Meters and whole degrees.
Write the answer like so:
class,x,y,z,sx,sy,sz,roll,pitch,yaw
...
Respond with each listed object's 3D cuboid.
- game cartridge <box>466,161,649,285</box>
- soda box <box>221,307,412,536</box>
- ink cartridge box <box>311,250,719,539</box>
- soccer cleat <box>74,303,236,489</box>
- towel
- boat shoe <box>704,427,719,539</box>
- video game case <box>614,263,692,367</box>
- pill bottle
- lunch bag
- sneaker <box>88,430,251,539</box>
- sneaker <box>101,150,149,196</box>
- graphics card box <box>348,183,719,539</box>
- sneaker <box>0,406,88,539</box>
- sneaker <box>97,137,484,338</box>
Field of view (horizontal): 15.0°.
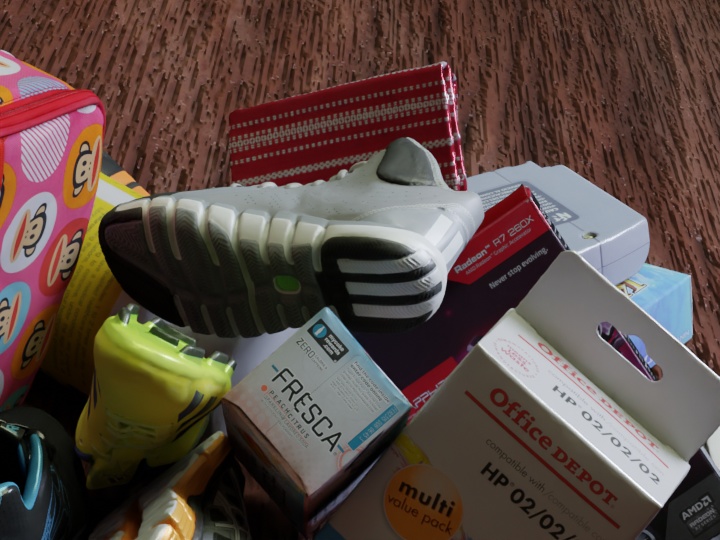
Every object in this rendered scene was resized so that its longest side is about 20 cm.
class,x,y,z,sx,sy,sz,roll,pitch,yaw
game cartridge,0.057,-0.007,1.561,0.199,0.042,0.133,-16,32,-22
soda box,-0.022,0.078,1.332,0.064,0.068,0.200,48,-8,6
ink cartridge box,0.071,0.103,1.279,0.115,0.200,0.068,40,22,5
soccer cleat,-0.103,0.069,1.296,0.064,0.084,0.200,30,-9,2
towel,0.000,0.000,1.465,0.144,0.201,0.022,-11,-9,27
boat shoe,0.176,0.162,1.434,0.060,0.074,0.201,-6,47,1
video game case,0.062,0.037,1.562,0.181,0.046,0.200,17,33,35
pill bottle,-0.130,0.015,1.465,0.199,0.112,0.111,27,21,27
lunch bag,-0.209,0.000,1.309,0.082,0.201,0.176,26,23,19
sneaker,-0.081,0.138,1.285,0.077,0.078,0.200,49,13,-7
sneaker,-0.143,-0.018,1.635,0.090,0.070,0.200,25,14,-35
graphics card box,0.089,0.074,1.385,0.201,0.125,0.051,56,5,-5
sneaker,-0.160,0.100,1.270,0.073,0.082,0.200,16,19,-4
sneaker,-0.026,-0.023,1.375,0.199,0.075,0.116,8,36,30
